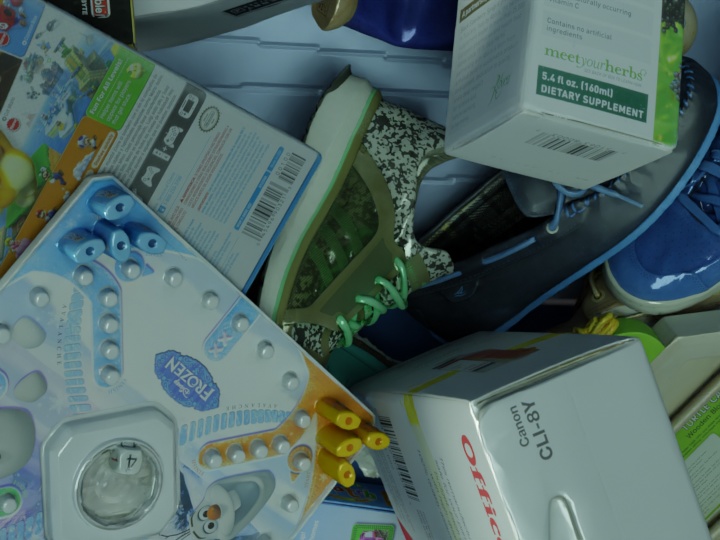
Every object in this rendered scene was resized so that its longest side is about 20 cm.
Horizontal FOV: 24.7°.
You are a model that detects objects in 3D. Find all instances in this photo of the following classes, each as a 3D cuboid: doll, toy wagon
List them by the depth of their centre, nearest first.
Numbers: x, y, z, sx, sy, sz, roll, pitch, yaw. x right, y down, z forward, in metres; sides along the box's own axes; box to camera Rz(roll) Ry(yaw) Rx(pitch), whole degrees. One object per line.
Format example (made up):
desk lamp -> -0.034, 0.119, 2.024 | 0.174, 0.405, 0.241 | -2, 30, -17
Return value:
doll -> 0.077, -0.135, 0.829 | 0.200, 0.048, 0.137 | 7, 100, -18
toy wagon -> 0.175, 0.078, 0.850 | 0.200, 0.040, 0.155 | 37, 103, -24

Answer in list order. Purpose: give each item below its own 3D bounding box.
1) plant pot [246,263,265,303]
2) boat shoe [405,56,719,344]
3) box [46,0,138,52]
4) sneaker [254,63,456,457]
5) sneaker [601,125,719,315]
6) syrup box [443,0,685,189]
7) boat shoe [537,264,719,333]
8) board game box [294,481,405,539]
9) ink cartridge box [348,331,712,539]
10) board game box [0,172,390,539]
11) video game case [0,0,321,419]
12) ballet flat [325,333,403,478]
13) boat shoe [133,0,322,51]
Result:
plant pot -> -0.126, 0.047, 0.798 | 0.200, 0.027, 0.200 | -28, 149, -19
boat shoe -> 0.095, -0.035, 0.828 | 0.069, 0.084, 0.200 | 33, 111, -30
box -> -0.185, -0.180, 0.719 | 0.159, 0.049, 0.200 | -4, 80, -11
sneaker -> 0.000, 0.000, 0.805 | 0.088, 0.077, 0.200 | 15, 79, 3
sneaker -> 0.201, -0.066, 0.821 | 0.200, 0.111, 0.077 | -37, 68, -9
syrup box -> 0.098, -0.147, 0.761 | 0.079, 0.081, 0.200 | 13, 75, -21
boat shoe -> 0.151, 0.020, 0.887 | 0.200, 0.074, 0.069 | -13, 96, -5
board game box -> -0.036, 0.188, 0.910 | 0.200, 0.037, 0.151 | 11, 106, -22
ink cartridge box -> 0.078, 0.108, 0.755 | 0.083, 0.200, 0.145 | -22, 94, -14
board game box -> -0.105, 0.094, 0.716 | 0.200, 0.026, 0.200 | -52, 124, -10
video game case -> -0.129, -0.031, 0.695 | 0.200, 0.018, 0.143 | 27, 97, -32
ballet flat -> 0.031, 0.089, 0.881 | 0.200, 0.072, 0.072 | 38, 98, -10
boat shoe -> -0.071, -0.151, 0.775 | 0.200, 0.074, 0.065 | -12, 83, 17
